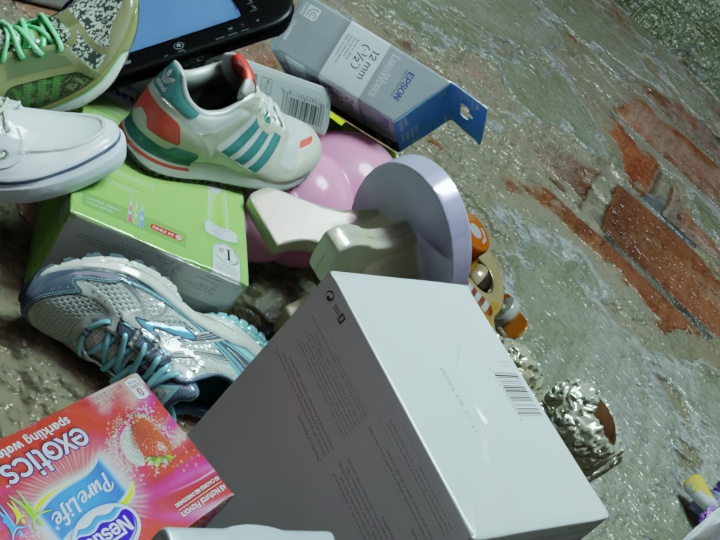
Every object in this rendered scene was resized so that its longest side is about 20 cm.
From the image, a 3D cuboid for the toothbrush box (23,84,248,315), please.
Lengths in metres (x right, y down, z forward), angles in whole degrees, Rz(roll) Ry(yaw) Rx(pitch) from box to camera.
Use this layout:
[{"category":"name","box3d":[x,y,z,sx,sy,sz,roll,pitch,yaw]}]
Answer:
[{"category":"toothbrush box","box3d":[-0.173,-0.052,0.893,0.145,0.086,0.201,24,35,-27]}]

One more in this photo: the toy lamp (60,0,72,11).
[{"category":"toy lamp","box3d":[-0.208,-0.239,1.129,0.199,0.058,0.058,-8,55,-55]}]

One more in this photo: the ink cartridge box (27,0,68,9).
[{"category":"ink cartridge box","box3d":[-0.268,-0.352,1.114,0.199,0.147,0.145,4,46,-48]}]

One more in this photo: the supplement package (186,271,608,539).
[{"category":"supplement package","box3d":[0.011,0.141,0.743,0.146,0.200,0.192,7,45,-46]}]

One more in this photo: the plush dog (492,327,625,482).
[{"category":"plush dog","box3d":[0.115,0.117,0.942,0.172,0.160,0.200,58,7,18]}]

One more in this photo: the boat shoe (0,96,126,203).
[{"category":"boat shoe","box3d":[-0.258,-0.087,0.766,0.198,0.067,0.074,-13,43,-20]}]

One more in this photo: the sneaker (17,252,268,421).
[{"category":"sneaker","box3d":[-0.144,0.057,0.795,0.199,0.078,0.087,24,37,-29]}]

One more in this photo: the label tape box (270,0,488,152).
[{"category":"label tape box","box3d":[0.021,-0.168,1.077,0.199,0.066,0.143,34,-2,6]}]

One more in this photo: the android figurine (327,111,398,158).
[{"category":"android figurine","box3d":[-0.003,-0.125,1.190,0.199,0.041,0.182,33,5,-11]}]

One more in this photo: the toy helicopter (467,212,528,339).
[{"category":"toy helicopter","box3d":[0.124,0.049,1.153,0.132,0.079,0.201,29,41,-38]}]

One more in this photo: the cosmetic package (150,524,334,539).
[{"category":"cosmetic package","box3d":[-0.092,0.206,0.531,0.101,0.200,0.074,11,41,-41]}]

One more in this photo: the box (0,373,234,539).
[{"category":"box","box3d":[-0.175,0.148,0.616,0.100,0.096,0.200,48,30,10]}]

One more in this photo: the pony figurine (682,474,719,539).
[{"category":"pony figurine","box3d":[0.393,0.245,1.107,0.166,0.193,0.200,37,10,-15]}]

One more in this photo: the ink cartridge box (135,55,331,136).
[{"category":"ink cartridge box","box3d":[-0.151,-0.162,1.027,0.162,0.199,0.051,10,86,-49]}]

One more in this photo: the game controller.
[{"category":"game controller","box3d":[-0.153,-0.196,0.899,0.199,0.042,0.105,-21,42,-9]}]

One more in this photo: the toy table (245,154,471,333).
[{"category":"toy table","box3d":[0.000,0.000,0.906,0.116,0.201,0.184,-24,62,-26]}]

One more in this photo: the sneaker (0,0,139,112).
[{"category":"sneaker","box3d":[-0.247,-0.151,0.812,0.077,0.200,0.089,47,-6,28]}]

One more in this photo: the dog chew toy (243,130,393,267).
[{"category":"dog chew toy","box3d":[-0.050,-0.059,1.024,0.199,0.125,0.125,-18,63,-48]}]

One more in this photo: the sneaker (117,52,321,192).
[{"category":"sneaker","box3d":[-0.091,-0.120,0.894,0.199,0.094,0.071,0,47,-46]}]
